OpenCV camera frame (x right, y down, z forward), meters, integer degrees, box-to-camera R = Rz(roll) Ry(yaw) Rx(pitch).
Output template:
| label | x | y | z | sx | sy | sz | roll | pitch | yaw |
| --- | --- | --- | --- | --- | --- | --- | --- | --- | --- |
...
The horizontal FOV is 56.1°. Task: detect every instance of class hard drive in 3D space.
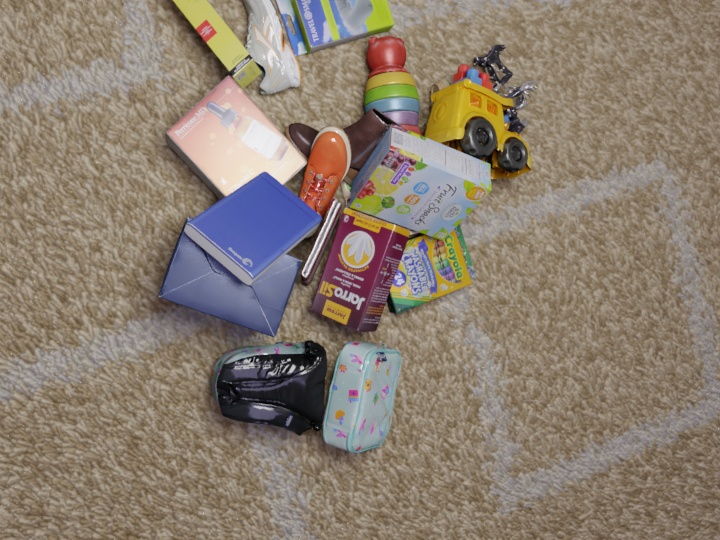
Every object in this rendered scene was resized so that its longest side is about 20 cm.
| label | x | y | z | sx | sy | sz | roll | pitch | yaw |
| --- | --- | --- | --- | --- | --- | --- | --- | --- | --- |
| hard drive | -0.165 | -0.074 | 1.079 | 0.132 | 0.025 | 0.200 | 39 | 43 | 5 |

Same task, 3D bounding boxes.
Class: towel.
| label | x | y | z | sx | sy | sz | roll | pitch | yaw |
| --- | --- | --- | --- | --- | --- | --- | --- | --- | --- |
| towel | -0.073 | -0.046 | 1.201 | 0.023 | 0.200 | 0.145 | 24 | 85 | -1 |

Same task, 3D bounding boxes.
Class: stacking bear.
| label | x | y | z | sx | sy | sz | roll | pitch | yaw |
| --- | --- | --- | --- | --- | --- | --- | --- | --- | --- |
| stacking bear | 0.055 | -0.340 | 1.278 | 0.120 | 0.114 | 0.202 | -5 | 88 | -15 |

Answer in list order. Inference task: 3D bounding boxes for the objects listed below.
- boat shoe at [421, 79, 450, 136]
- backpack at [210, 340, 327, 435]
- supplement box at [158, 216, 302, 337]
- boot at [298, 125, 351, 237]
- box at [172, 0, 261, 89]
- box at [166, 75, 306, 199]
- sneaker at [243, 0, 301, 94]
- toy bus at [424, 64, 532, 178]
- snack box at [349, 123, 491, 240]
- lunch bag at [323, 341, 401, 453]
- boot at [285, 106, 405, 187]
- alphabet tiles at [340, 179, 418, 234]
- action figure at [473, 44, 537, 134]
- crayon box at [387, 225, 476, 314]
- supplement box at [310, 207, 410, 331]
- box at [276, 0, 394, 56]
| label | x | y | z | sx | sy | sz | roll | pitch | yaw |
| --- | --- | --- | --- | --- | --- | --- | --- | --- | --- |
| boat shoe | 0.153 | -0.270 | 1.320 | 0.064 | 0.071 | 0.202 | -7 | 94 | -15 |
| backpack | -0.167 | 0.206 | 1.218 | 0.198 | 0.126 | 0.169 | 1 | 89 | -17 |
| supplement box | -0.226 | 0.010 | 1.159 | 0.198 | 0.200 | 0.135 | 21 | 86 | -14 |
| boot | -0.071 | -0.152 | 1.194 | 0.074 | 0.108 | 0.201 | 19 | 124 | 1 |
| box | -0.256 | -0.417 | 1.181 | 0.050 | 0.075 | 0.201 | -38 | 87 | 2 |
| box | -0.222 | -0.211 | 1.204 | 0.152 | 0.106 | 0.200 | -45 | 102 | -9 |
| sneaker | -0.183 | -0.417 | 1.229 | 0.091 | 0.076 | 0.202 | -25 | 96 | -8 |
| toy bus | 0.221 | -0.277 | 1.251 | 0.198 | 0.135 | 0.194 | 15 | 78 | -30 |
| snack box | 0.104 | -0.149 | 1.195 | 0.198 | 0.169 | 0.068 | 17 | 54 | -18 |
| lunch bag | 0.011 | 0.230 | 1.258 | 0.160 | 0.076 | 0.202 | 14 | 88 | -59 |
| boot | -0.021 | -0.243 | 1.221 | 0.199 | 0.166 | 0.073 | 33 | 47 | -13 |
| alphabet tiles | 0.067 | -0.148 | 1.306 | 0.198 | 0.008 | 0.169 | -13 | 94 | 2 |
| action figure | 0.294 | -0.340 | 1.335 | 0.101 | 0.119 | 0.202 | -17 | 90 | -9 |
| crayon box | 0.134 | -0.010 | 1.331 | 0.198 | 0.052 | 0.127 | -21 | 97 | -14 |
| supplement box | 0.000 | 0.000 | 1.244 | 0.110 | 0.086 | 0.202 | 21 | 93 | 24 |
| box | -0.047 | -0.491 | 1.275 | 0.198 | 0.048 | 0.123 | -20 | 96 | -14 |
